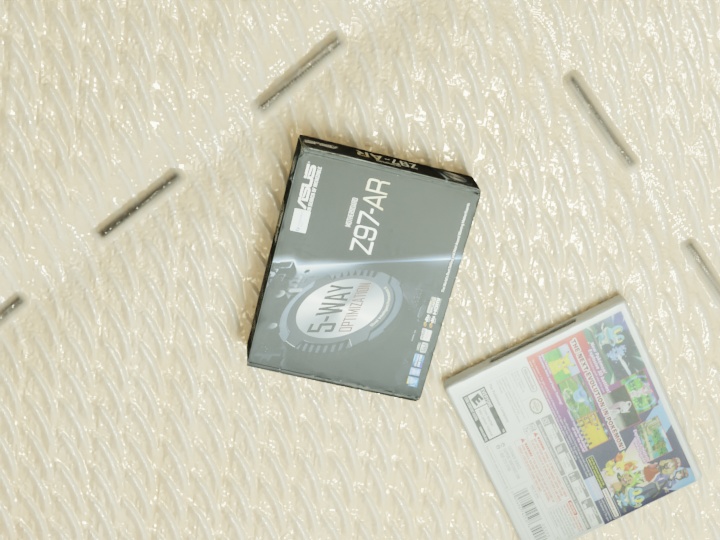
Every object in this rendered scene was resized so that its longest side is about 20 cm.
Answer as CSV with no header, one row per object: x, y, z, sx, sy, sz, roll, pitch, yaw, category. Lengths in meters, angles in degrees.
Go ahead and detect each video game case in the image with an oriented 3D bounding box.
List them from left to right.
0.197,0.147,1.196,0.181,0.023,0.201,-26,108,4,video game case

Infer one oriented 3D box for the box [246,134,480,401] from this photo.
0.000,0.000,1.117,0.159,0.044,0.202,13,107,-10,box
